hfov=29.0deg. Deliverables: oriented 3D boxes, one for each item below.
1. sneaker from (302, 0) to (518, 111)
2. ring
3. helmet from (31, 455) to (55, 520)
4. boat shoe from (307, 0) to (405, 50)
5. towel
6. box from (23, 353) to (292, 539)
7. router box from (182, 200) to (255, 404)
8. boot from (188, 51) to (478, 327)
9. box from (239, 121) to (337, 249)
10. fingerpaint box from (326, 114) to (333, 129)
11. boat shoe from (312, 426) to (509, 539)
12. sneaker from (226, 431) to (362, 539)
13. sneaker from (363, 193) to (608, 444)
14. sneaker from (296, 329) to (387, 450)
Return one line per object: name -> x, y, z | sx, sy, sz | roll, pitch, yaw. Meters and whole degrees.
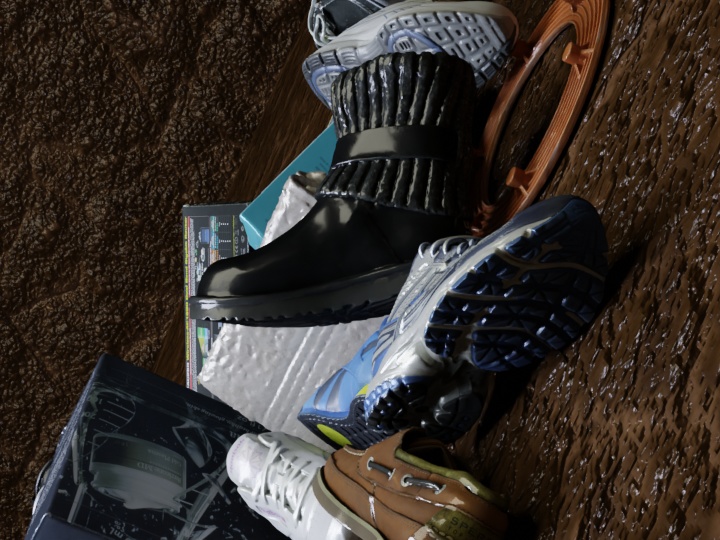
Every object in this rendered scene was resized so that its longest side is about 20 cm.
sneaker -> 0.041, -0.176, 1.041 | 0.199, 0.075, 0.087 | -2, 42, 47
ring -> 0.108, -0.106, 0.924 | 0.200, 0.019, 0.203 | -157, 89, -80
helmet -> -0.234, 0.250, 1.424 | 0.200, 0.188, 0.203 | 167, 90, -78
boat shoe -> -0.012, -0.218, 1.211 | 0.069, 0.073, 0.199 | -59, 11, -2
towel -> -0.030, 0.038, 0.997 | 0.201, 0.132, 0.034 | -62, -11, 28
box -> -0.151, 0.199, 1.083 | 0.125, 0.198, 0.198 | -59, 13, 31
router box -> -0.108, 0.037, 1.285 | 0.149, 0.061, 0.203 | 3, 94, 60
boot -> -0.018, -0.048, 0.904 | 0.079, 0.208, 0.160 | 26, -124, -71
box -> -0.009, -0.087, 1.132 | 0.200, 0.049, 0.082 | -46, -11, -9
fingerpaint box -> 0.017, -0.131, 1.271 | 0.202, 0.073, 0.167 | -66, 11, -7
boat shoe -> 0.031, 0.120, 0.728 | 0.069, 0.071, 0.200 | -62, 20, 0
sneaker -> -0.041, 0.152, 0.913 | 0.076, 0.099, 0.200 | -66, 12, -6
sneaker -> 0.056, 0.011, 0.727 | 0.200, 0.076, 0.086 | -48, 34, 46
sneaker -> 0.016, 0.077, 0.900 | 0.079, 0.066, 0.200 | -59, 8, -21
